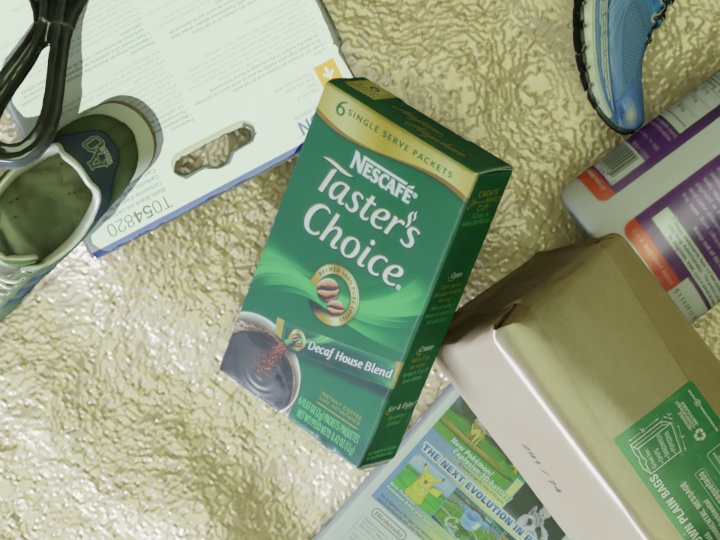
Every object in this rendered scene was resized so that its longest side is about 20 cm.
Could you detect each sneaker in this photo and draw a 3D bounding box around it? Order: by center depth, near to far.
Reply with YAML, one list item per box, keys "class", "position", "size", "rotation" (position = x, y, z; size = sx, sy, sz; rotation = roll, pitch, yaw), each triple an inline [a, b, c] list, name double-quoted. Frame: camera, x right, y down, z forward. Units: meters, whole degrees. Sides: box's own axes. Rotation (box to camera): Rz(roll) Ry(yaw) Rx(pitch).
- class: "sneaker"
  position: [-0.208, -0.020, 1.677]
  size: [0.200, 0.090, 0.067]
  rotation: [-42, 92, 23]
- class: "sneaker"
  position: [0.174, -0.180, 1.700]
  size: [0.089, 0.079, 0.201]
  rotation: [6, 96, 1]

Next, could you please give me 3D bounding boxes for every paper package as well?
- class: "paper package"
  position: [0.148, 0.087, 1.660]
  size: [0.103, 0.191, 0.200]
  rotation: [-37, 93, -10]

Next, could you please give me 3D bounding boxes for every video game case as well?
- class: "video game case"
  position: [0.082, 0.190, 1.769]
  size: [0.200, 0.022, 0.182]
  rotation: [42, 94, -5]

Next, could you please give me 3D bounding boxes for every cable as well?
- class: "cable"
  position: [-0.173, -0.154, 1.651]
  size: [0.096, 0.050, 0.201]
  rotation: [2, 81, -1]

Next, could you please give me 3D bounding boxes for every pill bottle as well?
- class: "pill bottle"
  position: [0.228, -0.061, 1.697]
  size: [0.200, 0.111, 0.112]
  rotation: [-36, 96, 2]

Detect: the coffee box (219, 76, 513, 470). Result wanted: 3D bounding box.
- class: "coffee box"
  position: [0.000, 0.000, 1.684]
  size: [0.123, 0.044, 0.201]
  rotation: [34, 114, 28]

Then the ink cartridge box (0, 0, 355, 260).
- class: "ink cartridge box"
  position: [-0.121, -0.139, 1.717]
  size: [0.199, 0.041, 0.201]
  rotation: [-26, 97, 3]
